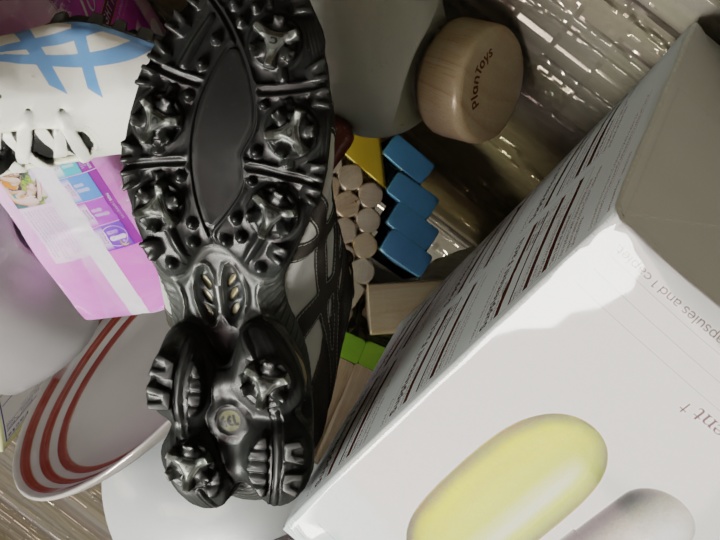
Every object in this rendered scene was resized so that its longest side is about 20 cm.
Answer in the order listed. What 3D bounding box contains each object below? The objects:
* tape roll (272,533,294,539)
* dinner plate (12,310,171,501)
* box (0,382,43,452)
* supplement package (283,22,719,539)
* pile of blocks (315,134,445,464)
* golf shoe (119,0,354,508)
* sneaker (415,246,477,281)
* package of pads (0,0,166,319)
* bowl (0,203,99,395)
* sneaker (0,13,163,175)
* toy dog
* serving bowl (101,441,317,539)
[{"bbox_3d":[-0.011,0.209,0.722,0.202,0.139,0.203,11,107,40],"label":"tape roll"},{"bbox_3d":[-0.101,0.039,0.890,0.024,0.200,0.200,42,154,-23],"label":"dinner plate"},{"bbox_3d":[-0.289,0.004,1.180,0.176,0.097,0.200,31,152,11],"label":"box"},{"bbox_3d":[0.117,0.062,0.648,0.191,0.147,0.200,39,128,-5],"label":"supplement package"},{"bbox_3d":[0.000,0.000,0.785,0.082,0.200,0.062,0,177,-15],"label":"pile of blocks"},{"bbox_3d":[-0.041,-0.015,0.657,0.078,0.094,0.200,7,104,12],"label":"golf shoe"},{"bbox_3d":[0.117,0.047,0.798,0.200,0.072,0.072,25,170,20],"label":"sneaker"},{"bbox_3d":[-0.136,-0.086,0.816,0.076,0.121,0.200,-14,131,17],"label":"package of pads"},{"bbox_3d":[-0.194,-0.047,0.889,0.200,0.075,0.200,43,-151,-71],"label":"bowl"},{"bbox_3d":[-0.150,-0.058,0.692,0.200,0.073,0.072,0,154,10],"label":"sneaker"},{"bbox_3d":[-0.016,-0.110,0.660,0.132,0.096,0.200,-3,135,47],"label":"toy dog"},{"bbox_3d":[-0.048,0.074,0.890,0.200,0.200,0.066,10,138,43],"label":"serving bowl"}]
